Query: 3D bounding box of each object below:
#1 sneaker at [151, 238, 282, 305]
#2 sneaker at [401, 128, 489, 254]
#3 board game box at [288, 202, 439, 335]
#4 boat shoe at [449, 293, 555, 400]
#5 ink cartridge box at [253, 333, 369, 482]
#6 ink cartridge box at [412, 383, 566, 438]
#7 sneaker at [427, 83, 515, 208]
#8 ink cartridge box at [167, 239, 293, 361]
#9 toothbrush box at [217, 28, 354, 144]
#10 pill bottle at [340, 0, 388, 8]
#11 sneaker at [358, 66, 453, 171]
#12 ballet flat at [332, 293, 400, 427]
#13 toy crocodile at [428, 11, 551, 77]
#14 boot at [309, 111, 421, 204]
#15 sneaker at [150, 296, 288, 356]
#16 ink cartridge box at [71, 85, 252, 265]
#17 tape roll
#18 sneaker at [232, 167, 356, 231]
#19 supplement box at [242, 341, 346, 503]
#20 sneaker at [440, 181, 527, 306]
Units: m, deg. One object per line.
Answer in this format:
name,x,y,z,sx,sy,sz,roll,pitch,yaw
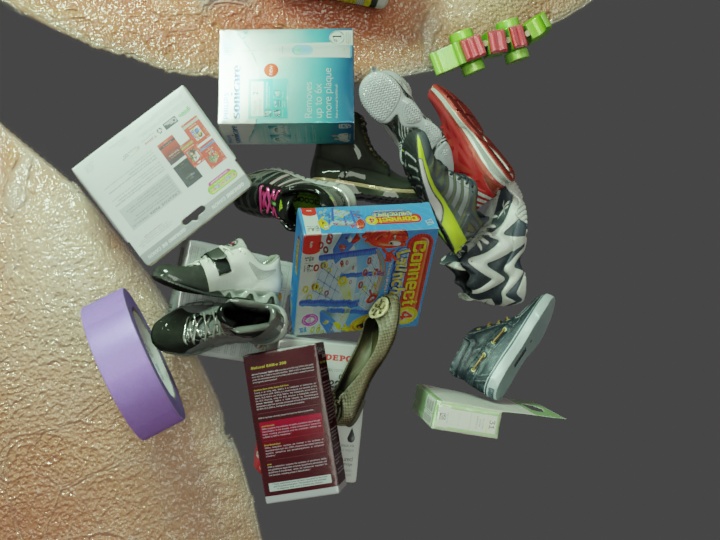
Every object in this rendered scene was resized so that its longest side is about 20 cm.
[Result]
sneaker,-0.201,-0.004,1.318,0.197,0.074,0.090,9,89,-35
sneaker,0.123,-0.125,1.343,0.080,0.074,0.202,-34,123,-7
board game box,0.000,0.000,1.334,0.192,0.056,0.202,-4,134,-13
boat shoe,0.221,0.100,1.430,0.090,0.071,0.201,26,60,27
ink cartridge box,-0.072,0.200,1.367,0.142,0.084,0.204,6,87,-17
ink cartridge box,0.188,0.215,1.384,0.196,0.145,0.049,12,90,-9
sneaker,0.137,-0.181,1.414,0.115,0.078,0.202,-42,65,22
ink cartridge box,-0.186,0.053,1.389,0.197,0.057,0.166,12,87,-29
toothbrush box,-0.106,-0.267,1.350,0.196,0.085,0.149,0,77,0
pill bottle,-0.047,-0.463,1.372,0.196,0.112,0.115,9,88,-9
sneaker,0.071,-0.222,1.385,0.075,0.115,0.201,-35,109,15
ballet flat,0.002,0.124,1.316,0.046,0.067,0.203,24,88,-23
toy crocodile,0.202,-0.350,1.435,0.196,0.062,0.069,-17,92,-8
boot,0.023,-0.175,1.402,0.196,0.077,0.141,5,84,-10
sneaker,-0.202,0.067,1.266,0.196,0.116,0.077,-8,77,2
ink cartridge box,-0.283,-0.132,1.346,0.199,0.084,0.177,-37,94,-7
tape roll,-0.313,0.129,1.279,0.065,0.200,0.203,-26,93,-7
sneaker,-0.108,-0.101,1.342,0.196,0.087,0.075,10,109,19
supplement box,-0.090,0.207,1.271,0.107,0.061,0.204,-9,87,9
sneaker,0.183,-0.044,1.418,0.127,0.079,0.203,-4,100,-17
